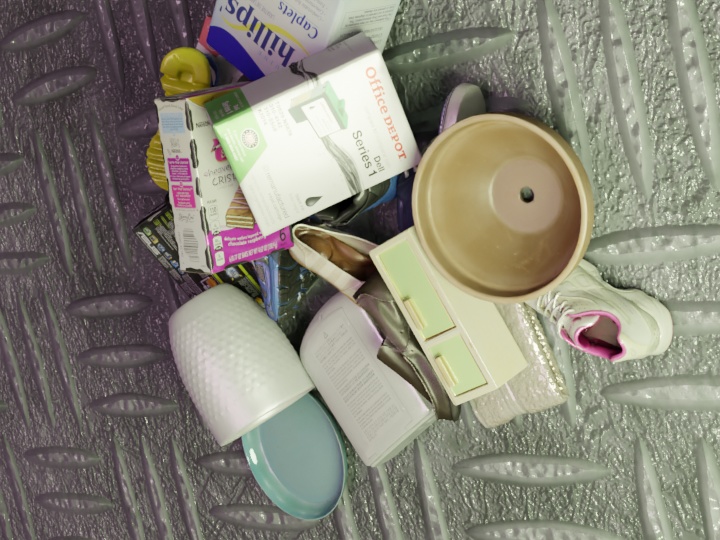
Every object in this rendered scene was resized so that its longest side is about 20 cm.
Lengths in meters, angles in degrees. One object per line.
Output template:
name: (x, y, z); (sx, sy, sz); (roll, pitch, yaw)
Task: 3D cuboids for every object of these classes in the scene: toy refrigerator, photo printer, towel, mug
toy refrigerator: (0.096, 0.044, 1.565); (0.076, 0.070, 0.201); (-28, 92, 47)
photo printer: (0.013, 0.122, 1.737); (0.200, 0.069, 0.166); (56, 135, 15)
towel: (0.154, 0.075, 1.610); (0.132, 0.034, 0.201); (-26, 86, 47)
mug: (-0.166, 0.118, 1.830); (0.176, 0.147, 0.200); (58, 170, 6)

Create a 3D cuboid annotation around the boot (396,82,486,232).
boot: (0.084, -0.120, 1.580); (0.090, 0.073, 0.201); (19, 118, 32)

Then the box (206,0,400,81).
box: (-0.064, -0.306, 1.619); (0.184, 0.105, 0.201); (42, 131, 26)

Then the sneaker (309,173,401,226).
sneaker: (-0.038, -0.095, 1.681); (0.199, 0.111, 0.077); (-6, 100, 45)

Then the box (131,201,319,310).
box: (-0.181, -0.022, 1.846); (0.200, 0.048, 0.193); (49, 135, -11)

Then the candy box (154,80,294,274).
candy box: (-0.153, -0.109, 1.605); (0.061, 0.136, 0.201); (4, 107, 43)

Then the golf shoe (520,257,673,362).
golf shoe: (0.229, 0.038, 1.482); (0.200, 0.091, 0.076); (24, 122, 36)

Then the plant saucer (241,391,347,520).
plant saucer: (-0.086, 0.241, 1.906); (0.200, 0.027, 0.201); (17, 115, 40)

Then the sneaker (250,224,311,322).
sneaker: (-0.116, -0.034, 1.737); (0.078, 0.075, 0.201); (-1, 102, 36)

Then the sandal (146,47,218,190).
sandal: (-0.214, -0.192, 1.745); (0.079, 0.087, 0.201); (17, 118, 1)

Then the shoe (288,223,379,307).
shoe: (0.000, 0.000, 1.668); (0.199, 0.070, 0.053); (27, 159, 8)

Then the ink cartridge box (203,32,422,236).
ink cartridge box: (-0.050, -0.151, 1.536); (0.084, 0.199, 0.147); (-120, 5, -65)

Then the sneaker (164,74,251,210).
sneaker: (-0.170, -0.148, 1.683); (0.075, 0.079, 0.201); (25, 95, 52)

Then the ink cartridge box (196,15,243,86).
ink cartridge box: (-0.166, -0.215, 1.797); (0.116, 0.067, 0.200); (43, 128, 25)

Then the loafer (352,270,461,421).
loafer: (0.054, 0.091, 1.627); (0.071, 0.073, 0.201); (-27, 90, 7)

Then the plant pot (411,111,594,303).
plant pot: (0.162, -0.072, 1.493); (0.200, 0.093, 0.202); (7, 106, 27)
